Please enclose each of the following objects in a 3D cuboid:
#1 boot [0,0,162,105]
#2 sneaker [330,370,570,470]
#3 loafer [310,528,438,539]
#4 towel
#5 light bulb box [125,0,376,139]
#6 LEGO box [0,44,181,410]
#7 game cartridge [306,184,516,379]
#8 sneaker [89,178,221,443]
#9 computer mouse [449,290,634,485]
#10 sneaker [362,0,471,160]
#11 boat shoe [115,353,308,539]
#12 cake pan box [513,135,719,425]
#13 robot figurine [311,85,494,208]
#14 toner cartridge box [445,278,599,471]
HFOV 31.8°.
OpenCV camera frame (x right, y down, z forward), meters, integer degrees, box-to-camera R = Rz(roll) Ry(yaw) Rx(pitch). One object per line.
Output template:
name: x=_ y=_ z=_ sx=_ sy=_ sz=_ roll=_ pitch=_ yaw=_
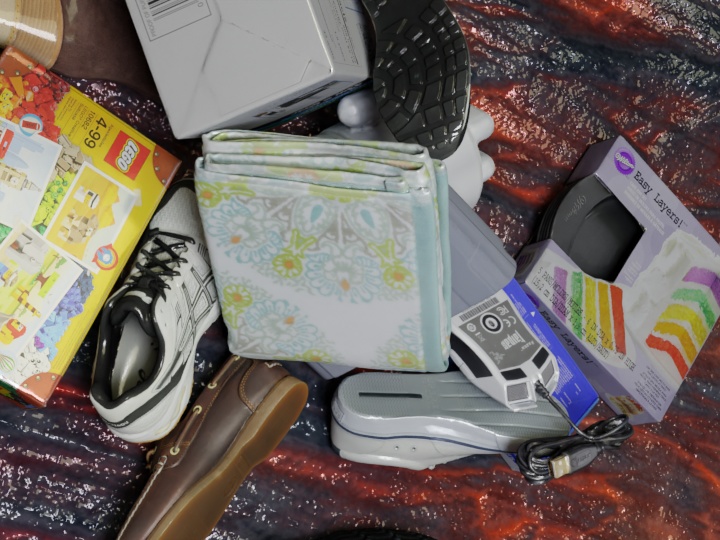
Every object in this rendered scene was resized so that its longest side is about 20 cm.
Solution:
boot: x=-0.202 y=-0.238 z=0.957 sx=0.165 sy=0.072 sz=0.204 roll=14 pitch=75 yaw=-38
sneaker: x=0.070 y=0.124 z=1.024 sx=0.197 sy=0.071 sz=0.074 roll=7 pitch=45 yaw=-9
loafer: x=-0.023 y=0.242 z=0.976 sx=0.197 sy=0.068 sz=0.072 roll=-4 pitch=93 yaw=-23
towel: x=-0.021 y=-0.009 z=0.886 sx=0.168 sy=0.202 sz=0.049 roll=6 pitch=44 yaw=13
light bulb box: x=-0.081 y=-0.210 z=0.915 sx=0.123 sy=0.200 sz=0.201 roll=-19 pitch=92 yaw=14
LEGO box: x=-0.242 y=-0.027 z=0.888 sx=0.148 sy=0.077 sz=0.202 roll=33 pitch=69 yaw=-20
game cartridge: x=0.000 y=0.000 z=0.944 sx=0.133 sy=0.199 sz=0.041 roll=45 pitch=36 yaw=-21
sneaker: x=-0.143 y=0.021 z=0.916 sx=0.074 sy=0.088 sz=0.203 roll=7 pitch=73 yaw=13
computer mouse: x=0.119 y=0.078 z=1.007 sx=0.109 sy=0.044 sz=0.201 roll=-23 pitch=65 yaw=-34
sneaker: x=0.049 y=-0.167 z=0.940 sx=0.087 sy=0.075 sz=0.203 roll=34 pitch=40 yaw=-62
boat shoe: x=-0.122 y=0.145 z=0.940 sx=0.070 sy=0.071 sz=0.200 roll=29 pitch=61 yaw=20
cake pan box: x=0.238 y=0.006 z=1.153 sx=0.200 sy=0.052 sz=0.185 roll=45 pitch=64 yaw=-15
robot figurine: x=0.019 y=-0.072 z=1.011 sx=0.199 sy=0.112 sz=0.172 roll=-29 pitch=130 yaw=-29
toner cartridge box: x=0.112 y=0.065 z=1.082 sx=0.095 sy=0.043 sz=0.201 roll=-42 pitch=103 yaw=-24
